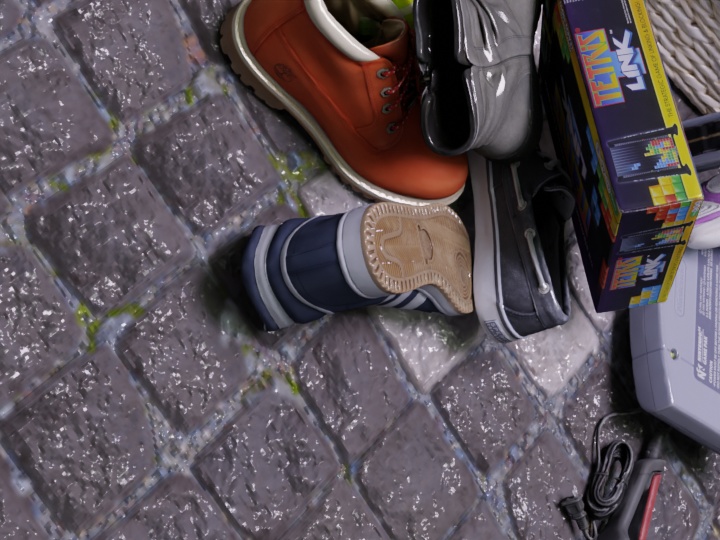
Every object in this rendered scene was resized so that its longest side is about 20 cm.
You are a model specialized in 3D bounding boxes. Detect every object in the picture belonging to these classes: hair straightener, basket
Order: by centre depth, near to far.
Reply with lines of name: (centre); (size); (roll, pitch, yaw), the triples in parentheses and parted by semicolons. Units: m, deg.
hair straightener: (0.184, 0.175, 0.875); (0.077, 0.041, 0.201); (40, 60, -22)
basket: (0.309, -0.226, 1.000); (0.200, 0.123, 0.137); (41, 59, -22)

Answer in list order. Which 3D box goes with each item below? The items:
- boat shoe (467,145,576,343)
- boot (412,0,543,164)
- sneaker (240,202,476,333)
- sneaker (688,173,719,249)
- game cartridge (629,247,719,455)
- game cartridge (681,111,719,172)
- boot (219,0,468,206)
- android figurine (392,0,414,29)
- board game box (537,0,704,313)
boat shoe: (0.116, -0.051, 0.839); (0.072, 0.067, 0.203); (36, 47, -45)
boot: (0.070, -0.167, 0.761); (0.130, 0.067, 0.203); (6, 77, -66)
sneaker: (0.000, 0.000, 0.774); (0.199, 0.107, 0.071); (11, 68, -65)
sneaker: (0.330, -0.036, 0.961); (0.198, 0.075, 0.101); (-17, 112, -28)
game cartridge: (0.266, 0.038, 0.951); (0.132, 0.041, 0.202); (33, 53, -30)
game cartridge: (0.279, -0.098, 0.904); (0.132, 0.199, 0.041); (-6, 87, -36)
boot: (0.013, -0.112, 0.777); (0.199, 0.107, 0.076); (37, 58, -26)
android figurine: (0.023, -0.234, 0.829); (0.200, 0.041, 0.184); (46, 47, -36)
board game box: (0.167, -0.096, 0.822); (0.056, 0.166, 0.203); (-10, 66, 0)
